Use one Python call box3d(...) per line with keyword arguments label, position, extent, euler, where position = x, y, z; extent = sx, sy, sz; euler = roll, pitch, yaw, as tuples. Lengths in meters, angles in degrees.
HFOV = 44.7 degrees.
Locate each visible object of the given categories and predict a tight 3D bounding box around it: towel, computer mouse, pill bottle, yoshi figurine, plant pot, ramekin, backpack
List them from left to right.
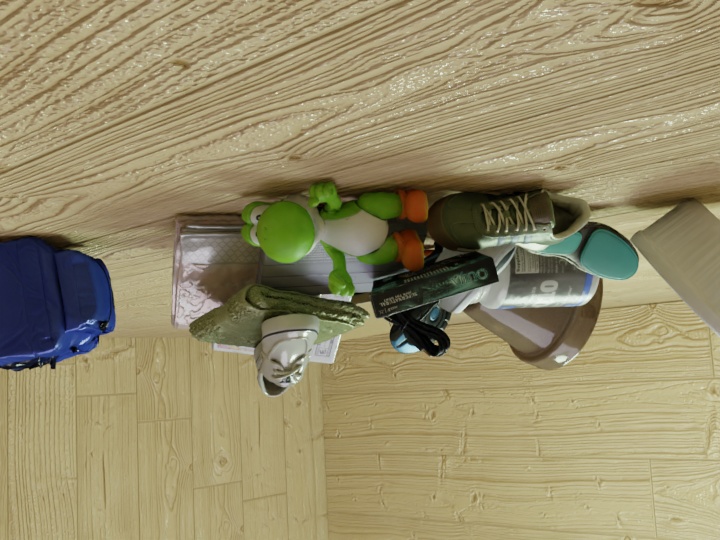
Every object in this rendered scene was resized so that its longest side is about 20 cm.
box3d(label="backpack", position=(-0.414, 0.051, 1.176), extent=(0.163, 0.167, 0.200), euler=(-6, 172, -4))
box3d(label="towel", position=(-0.136, 0.006, 1.096), extent=(0.195, 0.033, 0.193), euler=(-1, 140, -14))
box3d(label="towel", position=(-0.101, 0.063, 1.092), extent=(0.197, 0.037, 0.147), euler=(9, 154, -41))
box3d(label="yoshi figurine", position=(-0.027, -0.039, 0.916), extent=(0.195, 0.115, 0.112), euler=(0, 157, -6))
box3d(label="computer mouse", position=(0.117, 0.010, 1.116), extent=(0.201, 0.110, 0.044), euler=(-50, 162, 8))
box3d(label="pill bottle", position=(0.217, -0.006, 1.205), extent=(0.195, 0.117, 0.114), euler=(-1, 173, -15))
box3d(label="plant pot", position=(0.245, 0.034, 1.348), extent=(0.171, 0.205, 0.199), euler=(18, 165, -23))
box3d(label="ramekin", position=(0.439, 0.001, 1.092), extent=(0.094, 0.203, 0.201), euler=(-44, 158, 16))

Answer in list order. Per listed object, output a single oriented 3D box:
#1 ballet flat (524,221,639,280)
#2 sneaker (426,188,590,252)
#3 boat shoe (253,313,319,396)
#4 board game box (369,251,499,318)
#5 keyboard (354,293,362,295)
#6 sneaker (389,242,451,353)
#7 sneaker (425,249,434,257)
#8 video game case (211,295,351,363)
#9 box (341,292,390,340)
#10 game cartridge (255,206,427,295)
box3d(label="ballet flat", position=(0.274, -0.043, 1.129), extent=(0.196, 0.069, 0.076), euler=(14, -155, -29))
box3d(label="sneaker", position=(0.171, -0.063, 0.966), extent=(0.197, 0.069, 0.089), euler=(2, 164, -37))
box3d(label="boat shoe", position=(-0.093, 0.107, 1.059), extent=(0.070, 0.067, 0.200), euler=(0, 159, -20))
box3d(label="board game box", position=(0.077, 0.012, 0.978), extent=(0.132, 0.029, 0.200), euler=(-17, -178, 3))
box3d(label="keyboard", position=(0.000, 0.000, 1.226), extent=(0.197, 0.021, 0.127), euler=(-26, 146, 19))
box3d(label="sneaker", position=(0.096, 0.037, 1.266), extent=(0.081, 0.200, 0.074), euler=(22, 146, 35))
box3d(label="sneaker", position=(0.075, 0.009, 1.449), extent=(0.076, 0.075, 0.198), euler=(-10, -178, -37))
box3d(label="video game case", position=(-0.104, 0.041, 1.198), extent=(0.178, 0.024, 0.203), euler=(8, 128, -11))
box3d(label="box", position=(-0.056, 0.079, 1.309), extent=(0.195, 0.022, 0.164), euler=(-10, 160, 4))
box3d(label="game cartridge", position=(-0.023, -0.023, 1.046), extent=(0.195, 0.039, 0.131), euler=(-3, 136, -16))
